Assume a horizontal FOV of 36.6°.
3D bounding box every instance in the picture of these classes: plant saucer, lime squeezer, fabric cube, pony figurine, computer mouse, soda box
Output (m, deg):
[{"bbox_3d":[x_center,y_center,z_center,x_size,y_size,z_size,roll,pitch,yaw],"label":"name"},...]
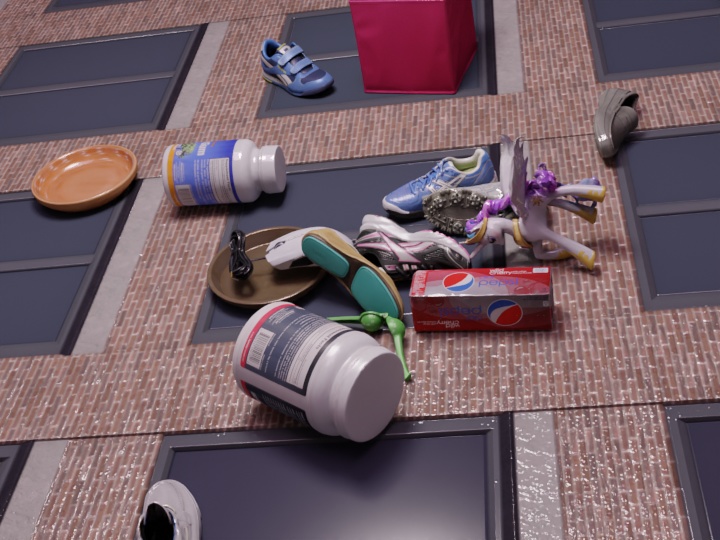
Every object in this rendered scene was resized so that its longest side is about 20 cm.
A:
[{"bbox_3d":[-0.144,-0.002,1.728,0.200,0.029,0.200,-7,36,5],"label":"plant saucer"},{"bbox_3d":[0.021,0.092,1.568,0.200,0.038,0.071,29,84,40],"label":"lime squeezer"},{"bbox_3d":[0.110,-0.484,2.148,0.196,0.200,0.200,3,39,20],"label":"fabric cube"},{"bbox_3d":[0.256,-0.101,1.621,0.200,0.193,0.167,8,7,3],"label":"pony figurine"},{"bbox_3d":[-0.112,-0.038,1.708,0.200,0.044,0.110,-9,36,4],"label":"computer mouse"},{"bbox_3d":[-0.512,-0.168,2.037,0.200,0.037,0.200,-7,37,5],"label":"plant saucer"},{"bbox_3d":[0.173,0.041,1.552,0.200,0.070,0.063,-1,39,13],"label":"soda box"}]

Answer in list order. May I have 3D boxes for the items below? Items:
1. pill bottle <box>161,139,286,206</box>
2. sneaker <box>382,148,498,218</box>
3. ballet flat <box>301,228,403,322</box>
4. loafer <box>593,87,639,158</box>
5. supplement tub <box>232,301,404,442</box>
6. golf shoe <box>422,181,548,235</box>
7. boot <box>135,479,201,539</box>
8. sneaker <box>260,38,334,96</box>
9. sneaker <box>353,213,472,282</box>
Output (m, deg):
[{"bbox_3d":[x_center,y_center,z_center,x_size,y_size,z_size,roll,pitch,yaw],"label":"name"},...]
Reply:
[{"bbox_3d":[-0.236,-0.172,1.905,0.200,0.112,0.112,-3,38,11],"label":"pill bottle"},{"bbox_3d":[0.128,-0.146,1.803,0.200,0.077,0.076,-20,39,-8],"label":"sneaker"},{"bbox_3d":[0.000,0.000,1.624,0.200,0.069,0.063,41,36,16],"label":"ballet flat"},{"bbox_3d":[0.442,-0.259,1.872,0.070,0.070,0.200,-5,36,23],"label":"loafer"},{"bbox_3d":[-0.057,0.133,1.437,0.200,0.140,0.140,21,47,35],"label":"supplement tub"},{"bbox_3d":[0.201,-0.107,1.755,0.200,0.078,0.097,0,21,6],"label":"golf shoe"},{"bbox_3d":[-0.230,0.302,1.299,0.073,0.096,0.200,-18,37,-8],"label":"boot"},{"bbox_3d":[-0.137,-0.414,2.220,0.200,0.082,0.074,27,50,37],"label":"sneaker"},{"bbox_3d":[0.076,-0.014,1.665,0.200,0.080,0.086,17,68,30],"label":"sneaker"}]
